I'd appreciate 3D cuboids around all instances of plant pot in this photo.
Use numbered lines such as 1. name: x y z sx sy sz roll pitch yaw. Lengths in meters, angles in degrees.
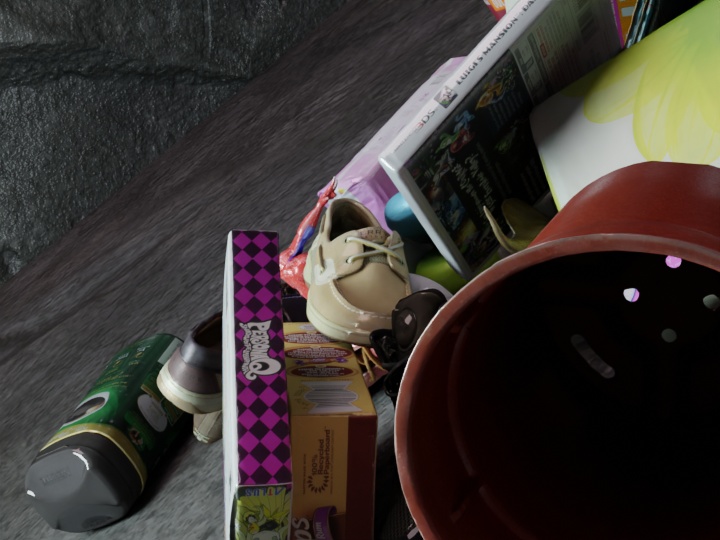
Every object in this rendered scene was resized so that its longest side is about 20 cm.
1. plant pot: 0.138 0.046 0.689 0.200 0.201 0.195 -30 9 26

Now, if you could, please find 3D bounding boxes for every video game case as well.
1. video game case: -0.064 0.108 0.878 0.036 0.182 0.201 1 42 -7
2. video game case: 0.102 -0.096 0.961 0.182 0.023 0.200 -48 -25 -4

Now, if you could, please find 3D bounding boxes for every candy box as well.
1. candy box: -0.027 0.114 0.945 0.056 0.117 0.200 0 14 -8

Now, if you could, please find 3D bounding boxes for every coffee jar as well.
1. coffee jar: -0.220 0.148 1.338 0.104 0.085 0.200 -25 19 32

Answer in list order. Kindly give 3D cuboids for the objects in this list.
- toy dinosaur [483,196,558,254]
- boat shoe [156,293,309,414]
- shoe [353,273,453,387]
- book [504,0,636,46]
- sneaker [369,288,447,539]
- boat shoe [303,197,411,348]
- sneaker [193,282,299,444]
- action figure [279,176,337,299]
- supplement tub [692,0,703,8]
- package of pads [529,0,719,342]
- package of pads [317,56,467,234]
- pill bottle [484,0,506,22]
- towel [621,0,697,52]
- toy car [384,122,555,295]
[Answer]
1. toy dinosaur: 0.128 -0.011 0.971 0.058 0.101 0.200 -50 -11 25
2. boat shoe: -0.083 0.056 1.197 0.200 0.072 0.065 -22 -29 -52
3. shoe: 0.005 0.064 1.123 0.091 0.072 0.200 -46 13 -24
4. book: 0.201 -0.182 1.113 0.199 0.134 0.048 -15 9 -29
5. sneaker: 0.039 0.089 0.895 0.076 0.114 0.200 -22 27 43
6. boat shoe: 0.000 0.000 1.030 0.200 0.072 0.065 -116 36 -70
7. sneaker: -0.091 0.078 1.289 0.076 0.070 0.200 -53 -5 36
8. action figure: -0.015 -0.015 1.238 0.099 0.065 0.200 -52 -9 5
9. supplement tub: 0.286 -0.156 1.021 0.122 0.123 0.200 -21 23 46
10. package of pads: 0.194 -0.049 0.872 0.154 0.068 0.201 -30 50 22
11. package of pads: 0.065 -0.088 1.315 0.200 0.121 0.076 -48 19 -31
12. pill bottle: 0.187 -0.195 1.199 0.114 0.200 0.114 -35 15 11
13. towel: 0.212 -0.147 1.038 0.022 0.147 0.201 14 81 24
14. toy car: 0.089 -0.065 1.142 0.175 0.150 0.200 -21 23 45
